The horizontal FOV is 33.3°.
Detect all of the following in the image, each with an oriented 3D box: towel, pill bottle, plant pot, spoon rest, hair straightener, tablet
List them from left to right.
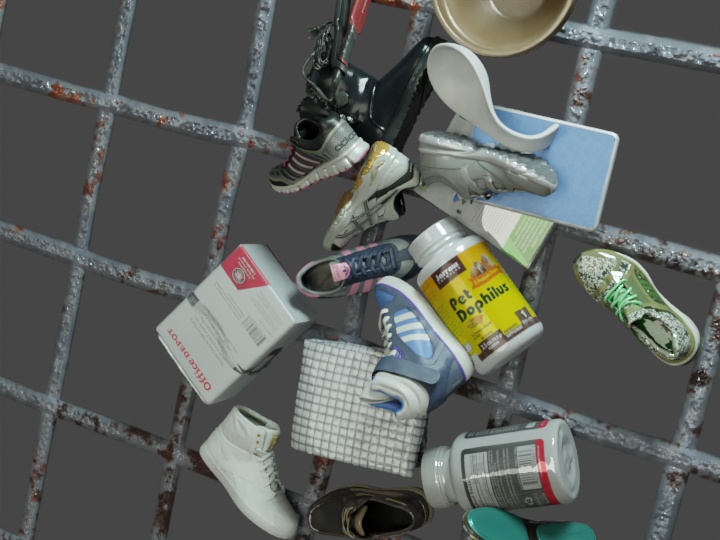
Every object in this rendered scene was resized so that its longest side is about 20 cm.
[{"bbox_3d":[-0.037,-0.319,1.677,0.076,0.041,0.203,-2,62,26],"label":"hair straightener"},{"bbox_3d":[0.008,0.189,1.709,0.197,0.085,0.168,9,89,18],"label":"towel"},{"bbox_3d":[0.150,0.031,1.622,0.109,0.109,0.201,-39,78,21],"label":"pill bottle"},{"bbox_3d":[0.162,-0.221,1.570,0.199,0.061,0.100,39,148,15],"label":"spoon rest"},{"bbox_3d":[0.186,0.267,1.619,0.197,0.110,0.112,-12,88,24],"label":"pill bottle"},{"bbox_3d":[0.199,-0.379,1.587,0.198,0.092,0.204,1,93,25],"label":"plant pot"},{"bbox_3d":[0.232,-0.138,1.592,0.198,0.014,0.132,16,98,21],"label":"tablet"}]

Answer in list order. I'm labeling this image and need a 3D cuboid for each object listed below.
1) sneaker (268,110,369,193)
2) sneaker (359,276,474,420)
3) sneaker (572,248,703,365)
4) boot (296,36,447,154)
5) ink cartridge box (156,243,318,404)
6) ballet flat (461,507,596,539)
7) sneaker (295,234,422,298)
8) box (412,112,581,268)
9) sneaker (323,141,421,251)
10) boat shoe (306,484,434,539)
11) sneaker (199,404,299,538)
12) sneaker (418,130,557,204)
[{"bbox_3d":[-0.072,-0.171,1.696,0.199,0.074,0.088,-16,112,51],"label":"sneaker"},{"bbox_3d":[0.041,0.110,1.618,0.146,0.081,0.200,-32,60,-19],"label":"sneaker"},{"bbox_3d":[0.351,0.044,1.545,0.200,0.088,0.077,42,108,17],"label":"sneaker"},{"bbox_3d":[0.012,-0.267,1.685,0.167,0.076,0.202,33,111,15],"label":"boot"},{"bbox_3d":[-0.184,0.080,1.787,0.200,0.083,0.146,-42,77,21],"label":"ink cartridge box"},{"bbox_3d":[0.215,0.362,1.592,0.198,0.072,0.073,11,100,-19],"label":"ballet flat"},{"bbox_3d":[0.000,0.000,1.702,0.198,0.082,0.071,-19,84,23],"label":"sneaker"},{"bbox_3d":[0.187,-0.117,1.640,0.199,0.036,0.145,36,106,19],"label":"box"},{"bbox_3d":[0.016,-0.084,1.683,0.087,0.076,0.201,26,133,-10],"label":"sneaker"},{"bbox_3d":[0.005,0.346,1.724,0.198,0.073,0.076,-13,88,24],"label":"boat shoe"},{"bbox_3d":[-0.144,0.292,1.788,0.200,0.073,0.116,44,112,17],"label":"sneaker"},{"bbox_3d":[0.166,-0.125,1.586,0.198,0.074,0.083,19,113,28],"label":"sneaker"}]
